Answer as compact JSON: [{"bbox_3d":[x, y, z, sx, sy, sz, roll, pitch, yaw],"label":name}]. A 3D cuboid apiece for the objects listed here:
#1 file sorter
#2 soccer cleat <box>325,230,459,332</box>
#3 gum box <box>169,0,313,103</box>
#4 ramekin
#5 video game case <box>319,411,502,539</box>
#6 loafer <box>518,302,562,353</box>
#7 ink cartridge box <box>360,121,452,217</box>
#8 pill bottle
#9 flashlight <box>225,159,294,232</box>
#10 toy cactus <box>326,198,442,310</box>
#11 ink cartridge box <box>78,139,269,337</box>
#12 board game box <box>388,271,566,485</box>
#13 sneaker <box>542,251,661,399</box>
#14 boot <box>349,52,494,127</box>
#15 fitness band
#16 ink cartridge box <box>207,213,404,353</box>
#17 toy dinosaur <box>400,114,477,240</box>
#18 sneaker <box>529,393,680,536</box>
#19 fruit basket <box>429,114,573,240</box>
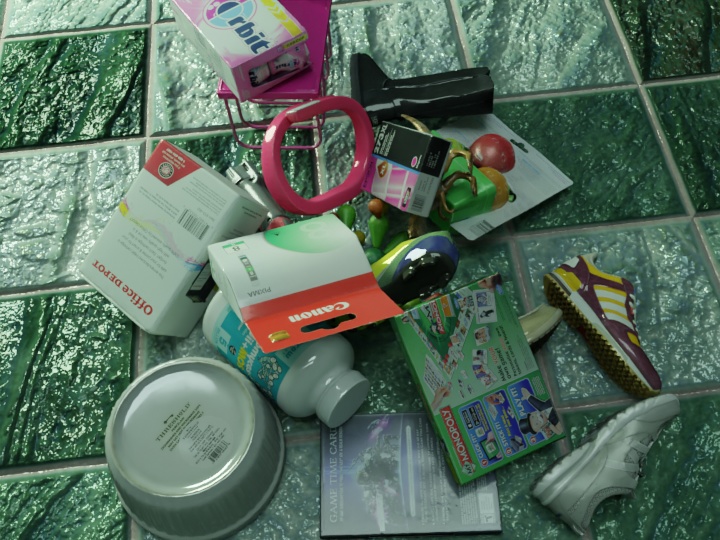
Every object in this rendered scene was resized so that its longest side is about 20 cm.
[{"bbox_3d":[-0.114,-0.287,1.215,0.139,0.126,0.200,1,57,5],"label":"file sorter"},{"bbox_3d":[0.030,0.013,0.982,0.200,0.065,0.084,-25,27,28],"label":"soccer cleat"},{"bbox_3d":[-0.162,-0.324,1.127,0.113,0.066,0.200,-31,60,-14],"label":"gum box"},{"bbox_3d":[-0.187,0.191,0.929,0.200,0.105,0.201,-1,57,2],"label":"ramekin"},{"bbox_3d":[0.054,0.229,0.945,0.199,0.019,0.143,-3,57,2],"label":"video game case"},{"bbox_3d":[0.154,0.089,0.995,0.200,0.076,0.068,-29,68,-15],"label":"loafer"},{"bbox_3d":[0.047,-0.134,1.052,0.037,0.095,0.200,14,10,-22],"label":"ink cartridge box"},{"bbox_3d":[-0.084,0.096,0.978,0.200,0.111,0.111,37,66,24],"label":"pill bottle"},{"bbox_3d":[-0.128,-0.063,1.097,0.068,0.068,0.200,-27,46,-15],"label":"flashlight"},{"bbox_3d":[0.000,0.000,1.059,0.165,0.102,0.200,-32,70,-6],"label":"toy cactus"},{"bbox_3d":[-0.235,-0.038,1.042,0.146,0.083,0.200,36,95,22],"label":"ink cartridge box"},{"bbox_3d":[0.130,0.118,0.930,0.134,0.029,0.200,-22,89,-10],"label":"board game box"},{"bbox_3d":[0.312,0.059,1.008,0.090,0.075,0.200,-29,62,-9],"label":"sneaker"},{"bbox_3d":[0.088,-0.274,1.208,0.200,0.066,0.165,-10,49,8],"label":"boot"},{"bbox_3d":[-0.052,-0.153,1.097,0.037,0.144,0.200,5,24,39],"label":"fitness band"},{"bbox_3d":[-0.066,0.007,0.915,0.161,0.050,0.200,-15,27,-19],"label":"ink cartridge box"},{"bbox_3d":[0.091,-0.128,1.046,0.106,0.060,0.200,-3,69,18],"label":"toy dinosaur"},{"bbox_3d":[0.285,0.213,0.926,0.200,0.075,0.082,-35,77,-12],"label":"sneaker"},{"bbox_3d":[0.160,-0.134,1.144,0.200,0.094,0.185,-26,59,-32],"label":"fruit basket"}]
